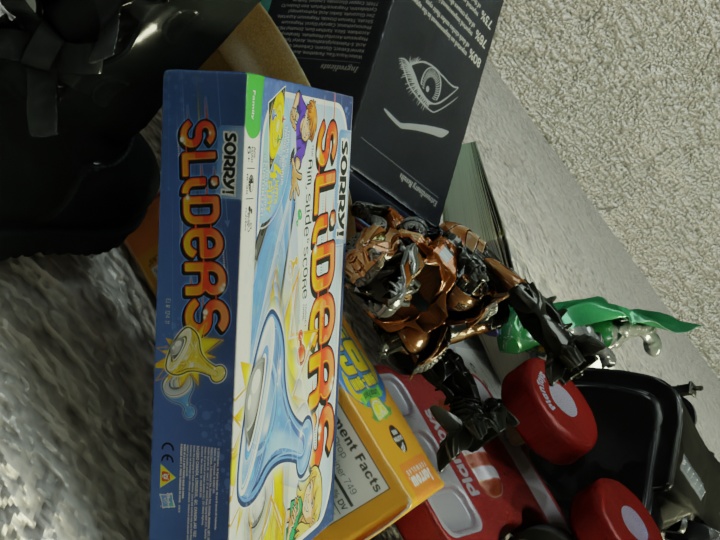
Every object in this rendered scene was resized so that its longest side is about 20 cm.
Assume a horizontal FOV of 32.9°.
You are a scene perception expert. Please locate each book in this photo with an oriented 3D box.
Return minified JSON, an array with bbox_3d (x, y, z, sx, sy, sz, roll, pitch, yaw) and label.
[{"bbox_3d":[0.105,-0.009,1.024,0.200,0.048,0.134,-91,163,-62],"label":"book"}]

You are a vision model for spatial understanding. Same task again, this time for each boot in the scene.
[{"bbox_3d":[-0.097,-0.083,0.506,0.073,0.162,0.198,45,15,4],"label":"boot"}]

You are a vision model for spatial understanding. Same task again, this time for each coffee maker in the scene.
[{"bbox_3d":[0.195,0.146,0.908,0.200,0.135,0.192,48,30,-51],"label":"coffee maker"}]

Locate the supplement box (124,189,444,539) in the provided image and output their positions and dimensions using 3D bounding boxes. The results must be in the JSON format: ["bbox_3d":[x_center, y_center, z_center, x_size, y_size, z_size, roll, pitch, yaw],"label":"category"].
[{"bbox_3d":[-0.039,0.044,0.617,0.200,0.069,0.067,60,17,8],"label":"supplement box"}]

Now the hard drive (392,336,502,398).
[{"bbox_3d":[0.097,0.104,0.961,0.140,0.038,0.200,62,15,17],"label":"hard drive"}]

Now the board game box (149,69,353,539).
[{"bbox_3d":[-0.042,0.023,0.504,0.135,0.034,0.200,-17,111,-74],"label":"board game box"}]

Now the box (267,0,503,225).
[{"bbox_3d":[0.009,-0.147,0.882,0.148,0.104,0.200,33,72,-56],"label":"box"}]

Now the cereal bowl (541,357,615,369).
[{"bbox_3d":[0.215,0.153,1.129,0.200,0.083,0.200,51,16,-21],"label":"cereal bowl"}]

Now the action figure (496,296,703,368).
[{"bbox_3d":[0.156,0.045,0.900,0.200,0.118,0.055,4,88,-51],"label":"action figure"}]

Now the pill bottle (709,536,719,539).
[{"bbox_3d":[0.233,0.215,0.711,0.200,0.106,0.106,43,20,-54],"label":"pill bottle"}]

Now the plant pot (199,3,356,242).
[{"bbox_3d":[-0.067,-0.078,0.691,0.200,0.027,0.200,52,-21,29],"label":"plant pot"}]

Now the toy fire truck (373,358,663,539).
[{"bbox_3d":[0.074,0.144,0.698,0.168,0.112,0.200,4,53,-54],"label":"toy fire truck"}]

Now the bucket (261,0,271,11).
[{"bbox_3d":[-0.010,-0.251,1.068,0.135,0.207,0.207,55,15,-19],"label":"bucket"}]

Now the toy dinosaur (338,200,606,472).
[{"bbox_3d":[0.055,0.015,0.646,0.200,0.102,0.136,-18,66,-50],"label":"toy dinosaur"}]

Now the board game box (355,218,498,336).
[{"bbox_3d":[0.000,0.000,0.826,0.200,0.039,0.158,37,-5,-4],"label":"board game box"}]
